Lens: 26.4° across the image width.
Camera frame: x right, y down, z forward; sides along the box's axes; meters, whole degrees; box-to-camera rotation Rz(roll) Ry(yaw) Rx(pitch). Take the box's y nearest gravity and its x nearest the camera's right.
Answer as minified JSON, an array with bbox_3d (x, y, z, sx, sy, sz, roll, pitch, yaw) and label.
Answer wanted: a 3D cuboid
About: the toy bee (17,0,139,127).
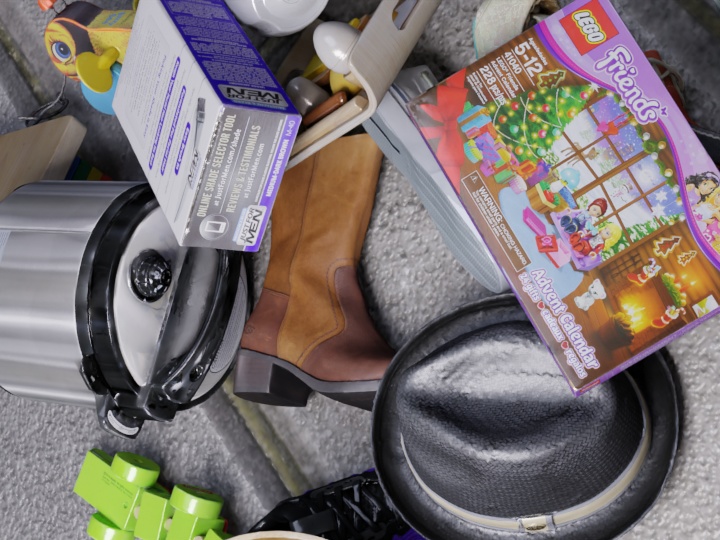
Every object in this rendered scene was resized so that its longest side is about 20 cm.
[{"bbox_3d":[-0.214,-0.182,1.249,0.199,0.109,0.131,-19,28,9],"label":"toy bee"}]

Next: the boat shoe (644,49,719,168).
[{"bbox_3d":[0.170,-0.118,0.993,0.200,0.071,0.063,36,99,40],"label":"boat shoe"}]

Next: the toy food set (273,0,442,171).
[{"bbox_3d":[-0.016,-0.157,1.069,0.200,0.060,0.144,-24,32,58],"label":"toy food set"}]

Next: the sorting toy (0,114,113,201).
[{"bbox_3d":[-0.307,-0.015,1.284,0.198,0.070,0.201,-8,54,47],"label":"sorting toy"}]

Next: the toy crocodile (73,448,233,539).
[{"bbox_3d":[-0.150,0.188,1.167,0.199,0.062,0.068,19,91,42],"label":"toy crocodile"}]

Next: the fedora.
[{"bbox_3d":[0.094,0.086,0.949,0.199,0.092,0.202,-6,67,14],"label":"fedora"}]

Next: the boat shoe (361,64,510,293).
[{"bbox_3d":[0.068,-0.075,1.053,0.067,0.074,0.200,-28,60,-11],"label":"boat shoe"}]

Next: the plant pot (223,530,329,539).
[{"bbox_3d":[-0.061,0.267,0.985,0.185,0.200,0.188,2,78,-7],"label":"plant pot"}]

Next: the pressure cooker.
[{"bbox_3d":[-0.177,0.021,1.139,0.199,0.178,0.177,2,112,34],"label":"pressure cooker"}]

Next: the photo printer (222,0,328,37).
[{"bbox_3d":[-0.040,-0.271,1.142,0.201,0.069,0.166,-60,22,10],"label":"photo printer"}]

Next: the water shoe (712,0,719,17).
[{"bbox_3d":[0.283,-0.125,0.903,0.200,0.079,0.072,39,103,35],"label":"water shoe"}]

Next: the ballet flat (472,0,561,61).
[{"bbox_3d":[0.113,-0.080,0.958,0.062,0.067,0.201,-12,90,47],"label":"ballet flat"}]

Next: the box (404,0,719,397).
[{"bbox_3d":[0.133,-0.047,0.898,0.136,0.039,0.201,-31,77,3],"label":"box"}]

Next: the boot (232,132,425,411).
[{"bbox_3d":[0.000,0.000,1.108,0.188,0.068,0.201,-3,71,43],"label":"boot"}]

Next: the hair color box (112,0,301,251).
[{"bbox_3d":[-0.114,-0.113,1.085,0.200,0.064,0.110,59,137,50],"label":"hair color box"}]

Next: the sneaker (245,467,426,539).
[{"bbox_3d":[-0.004,0.171,1.031,0.200,0.099,0.070,-31,65,27],"label":"sneaker"}]

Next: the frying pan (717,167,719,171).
[{"bbox_3d":[0.274,-0.045,0.898,0.189,0.031,0.115,-23,109,41],"label":"frying pan"}]
